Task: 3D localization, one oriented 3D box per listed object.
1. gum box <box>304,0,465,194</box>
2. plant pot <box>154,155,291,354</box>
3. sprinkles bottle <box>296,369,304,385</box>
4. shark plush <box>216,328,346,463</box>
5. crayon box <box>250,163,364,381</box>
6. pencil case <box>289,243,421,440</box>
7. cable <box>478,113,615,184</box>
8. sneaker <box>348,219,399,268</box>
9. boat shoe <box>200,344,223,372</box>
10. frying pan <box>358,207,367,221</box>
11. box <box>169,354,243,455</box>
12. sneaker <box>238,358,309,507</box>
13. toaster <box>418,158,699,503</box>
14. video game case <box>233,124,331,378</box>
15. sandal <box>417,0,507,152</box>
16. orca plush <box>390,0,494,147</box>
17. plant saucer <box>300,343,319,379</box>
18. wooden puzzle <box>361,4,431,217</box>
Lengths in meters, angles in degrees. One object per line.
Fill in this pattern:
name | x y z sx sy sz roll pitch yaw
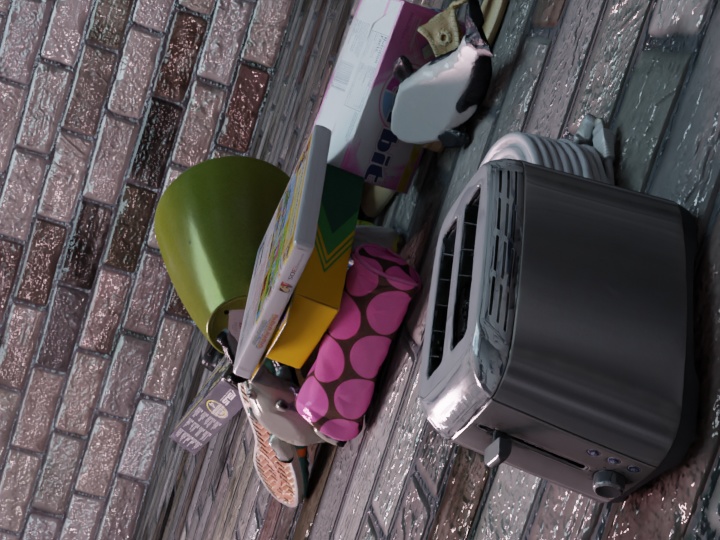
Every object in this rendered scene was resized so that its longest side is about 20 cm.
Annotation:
gum box | 0.030 -0.195 1.388 0.066 0.113 0.202 29 102 41
plant pot | -0.141 0.000 1.505 0.201 0.185 0.188 -107 34 -51
sprinkles bottle | -0.086 0.079 1.738 0.068 0.068 0.202 148 137 -73
shark plush | -0.097 0.135 1.429 0.091 0.199 0.084 -32 33 38
crayon box | -0.053 0.008 1.322 0.126 0.051 0.202 124 162 -52
pencil case | -0.003 0.069 1.330 0.094 0.090 0.201 -35 -28 -62
cable | 0.110 0.004 0.902 0.201 0.068 0.201 -86 17 -47
sneaker | 0.000 0.000 1.467 0.200 0.075 0.106 -111 27 -83
boat shoe | -0.291 0.129 2.659 0.075 0.065 0.201 119 163 -49
frying pan | -0.019 -0.034 1.667 0.115 0.031 0.192 143 139 -75
box | -0.154 0.127 1.628 0.200 0.049 0.162 -46 8 51
sneaker | -0.083 0.183 1.520 0.080 0.071 0.202 -37 -50 -40
toaster | 0.111 0.022 0.724 0.114 0.128 0.202 126 158 -56
video game case | -0.077 -0.021 1.304 0.201 0.023 0.183 -83 17 -51
sandal | 0.087 -0.225 1.328 0.078 0.069 0.213 -95 24 -61
orca plush | 0.092 -0.195 1.266 0.071 0.105 0.201 -41 -17 -30
plant saucer | -0.052 0.044 1.562 0.200 0.029 0.203 3 -90 -87
wooden puzzle | 0.051 -0.187 1.553 0.185 0.037 0.202 127 152 -60
